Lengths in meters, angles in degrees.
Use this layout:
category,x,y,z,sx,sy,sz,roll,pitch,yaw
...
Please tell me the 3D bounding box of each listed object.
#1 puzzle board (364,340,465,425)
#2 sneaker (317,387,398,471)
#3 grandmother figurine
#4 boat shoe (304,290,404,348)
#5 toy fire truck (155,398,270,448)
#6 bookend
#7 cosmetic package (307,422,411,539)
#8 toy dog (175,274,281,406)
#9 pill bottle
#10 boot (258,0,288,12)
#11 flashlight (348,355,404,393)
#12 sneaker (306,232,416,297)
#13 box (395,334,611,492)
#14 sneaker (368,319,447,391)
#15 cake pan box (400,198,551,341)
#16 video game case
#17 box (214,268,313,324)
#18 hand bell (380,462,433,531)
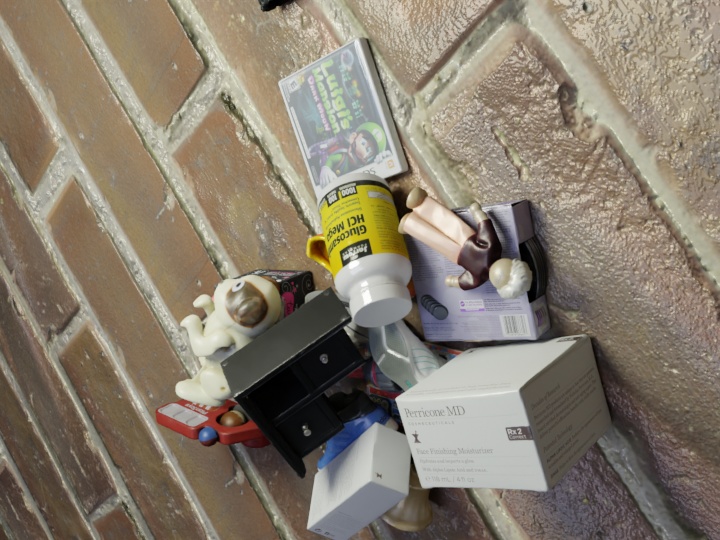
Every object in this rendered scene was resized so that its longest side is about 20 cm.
category,x,y,z,sx,sy,sz,roll,pitch,yaw
puzzle board,0.085,0.181,1.312,0.198,0.017,0.153,10,112,38
sneaker,-0.033,0.260,1.384,0.111,0.077,0.200,48,135,-1
grandmother figurine,0.139,-0.025,1.100,0.199,0.060,0.122,35,133,29
boat shoe,-0.011,0.090,1.325,0.198,0.072,0.066,15,119,34
toy fire truck,-0.252,0.267,1.530,0.198,0.167,0.113,16,115,36
bookend,-0.068,0.168,1.246,0.201,0.198,0.092,59,175,-34
cosmetic package,-0.003,0.332,1.305,0.071,0.102,0.200,25,135,-17
toy dog,-0.184,0.103,1.286,0.192,0.140,0.202,21,117,14
pill bottle,0.009,-0.028,1.191,0.112,0.111,0.202,-42,51,41
boot,-0.162,-0.470,1.261,0.197,0.073,0.164,-20,95,42
flashlight,-0.012,0.155,1.327,0.198,0.068,0.068,-1,136,38
sneaker,0.000,0.000,1.281,0.199,0.077,0.074,23,117,31
box,0.189,0.184,1.098,0.198,0.199,0.132,-13,98,43
sneaker,0.083,0.140,1.230,0.070,0.080,0.201,-35,87,41
cake pan box,0.159,0.003,1.163,0.199,0.052,0.186,-6,103,42
video game case,-0.030,-0.220,1.264,0.181,0.023,0.202,-16,94,43
box,-0.148,0.107,1.420,0.131,0.114,0.202,2,107,37
hand bell,0.095,0.291,1.294,0.104,0.104,0.202,33,119,27
